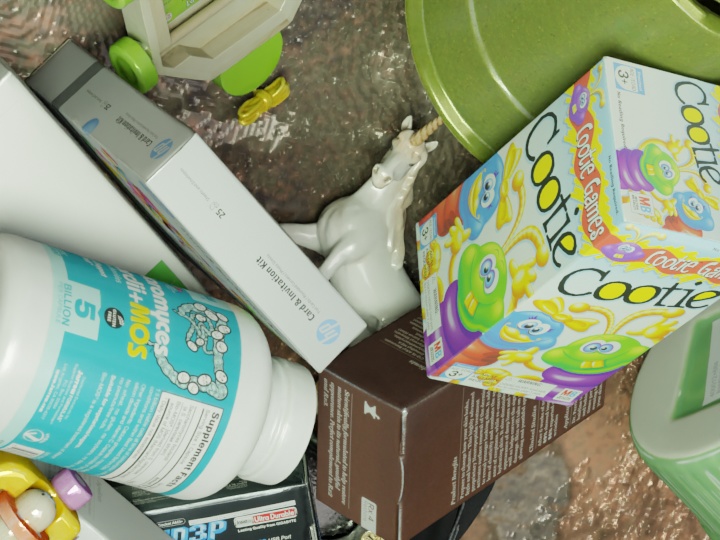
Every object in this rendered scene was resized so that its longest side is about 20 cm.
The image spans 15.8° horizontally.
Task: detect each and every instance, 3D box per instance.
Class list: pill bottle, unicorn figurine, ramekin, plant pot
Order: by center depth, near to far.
[{"bbox_3d":[-0.124,0.058,1.394,0.199,0.111,0.111,18,100,-29],"label":"pill bottle"},{"bbox_3d":[0.155,-0.160,1.457,0.199,0.190,0.201,7,75,-27],"label":"plant pot"},{"bbox_3d":[0.000,0.000,1.561,0.137,0.074,0.201,-35,134,-21],"label":"unicorn figurine"},{"bbox_3d":[0.264,0.076,1.641,0.098,0.200,0.200,41,88,-24],"label":"ramekin"}]

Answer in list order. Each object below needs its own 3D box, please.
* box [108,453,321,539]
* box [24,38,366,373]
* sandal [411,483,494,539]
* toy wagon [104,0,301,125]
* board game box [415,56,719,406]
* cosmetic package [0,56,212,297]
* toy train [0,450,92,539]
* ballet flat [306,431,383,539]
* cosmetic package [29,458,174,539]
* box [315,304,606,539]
[{"bbox_3d":[-0.117,0.201,1.550,0.199,0.046,0.160,-10,114,-2],"label":"box"},{"bbox_3d":[-0.092,-0.038,1.418,0.041,0.200,0.156,-45,122,-6],"label":"box"},{"bbox_3d":[0.028,0.176,1.647,0.076,0.043,0.201,32,93,-31],"label":"sandal"},{"bbox_3d":[-0.077,-0.162,1.448,0.155,0.040,0.200,-38,147,-21],"label":"toy wagon"},{"bbox_3d":[0.126,-0.018,1.441,0.103,0.200,0.105,12,58,-28],"label":"board game box"},{"bbox_3d":[-0.183,-0.021,1.449,0.108,0.085,0.200,-43,122,-2],"label":"cosmetic package"},{"bbox_3d":[-0.220,0.163,1.381,0.199,0.056,0.151,22,103,-20],"label":"toy train"},{"bbox_3d":[-0.045,0.122,1.571,0.200,0.057,0.067,41,92,-23],"label":"ballet flat"},{"bbox_3d":[-0.174,0.170,1.466,0.101,0.071,0.200,-44,111,12],"label":"cosmetic package"},{"bbox_3d":[0.064,0.071,1.561,0.200,0.075,0.101,-30,134,-41],"label":"box"}]
